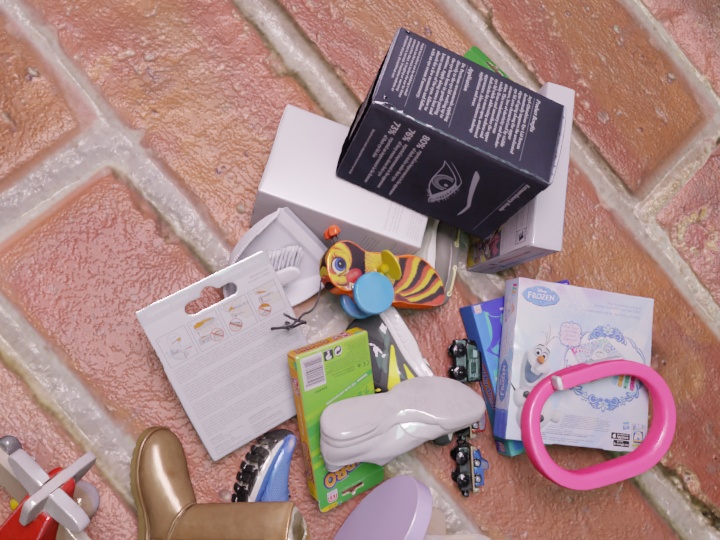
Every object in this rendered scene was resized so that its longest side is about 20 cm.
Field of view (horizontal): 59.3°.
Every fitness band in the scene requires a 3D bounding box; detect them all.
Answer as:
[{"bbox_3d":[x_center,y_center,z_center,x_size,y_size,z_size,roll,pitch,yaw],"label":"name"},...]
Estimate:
[{"bbox_3d":[0.292,0.185,0.770,0.198,0.037,0.145,-11,88,-13],"label":"fitness band"}]

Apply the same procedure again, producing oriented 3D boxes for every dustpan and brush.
[{"bbox_3d":[-0.134,0.024,0.762,0.199,0.140,0.058,-28,50,14],"label":"dustpan and brush"}]

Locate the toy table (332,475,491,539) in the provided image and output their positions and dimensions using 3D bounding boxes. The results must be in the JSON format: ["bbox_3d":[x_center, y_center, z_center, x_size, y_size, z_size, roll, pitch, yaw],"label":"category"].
[{"bbox_3d":[0.050,0.332,0.716,0.117,0.200,0.185,33,42,-14],"label":"toy table"}]

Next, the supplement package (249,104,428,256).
[{"bbox_3d":[-0.022,-0.095,0.781,0.199,0.121,0.121,19,71,-10],"label":"supplement package"}]

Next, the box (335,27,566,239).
[{"bbox_3d":[0.093,-0.138,0.682,0.199,0.148,0.105,23,65,-9],"label":"box"}]

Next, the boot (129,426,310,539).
[{"bbox_3d":[-0.149,0.254,0.674,0.199,0.066,0.177,-8,85,28],"label":"boot"}]

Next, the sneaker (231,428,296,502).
[{"bbox_3d":[-0.105,0.287,0.740,0.089,0.078,0.202,16,84,-21],"label":"sneaker"}]

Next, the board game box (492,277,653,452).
[{"bbox_3d":[0.277,0.122,0.815,0.198,0.043,0.201,9,82,-12],"label":"board game box"}]

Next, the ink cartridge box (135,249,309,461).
[{"bbox_3d":[-0.145,0.096,0.735,0.161,0.050,0.201,-27,106,-16],"label":"ink cartridge box"}]

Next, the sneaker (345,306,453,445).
[{"bbox_3d":[0.049,0.136,0.802,0.084,0.074,0.201,-28,87,1],"label":"sneaker"}]

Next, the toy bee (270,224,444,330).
[{"bbox_3d":[0.000,0.000,0.720,0.199,0.130,0.110,-3,82,-41],"label":"toy bee"}]

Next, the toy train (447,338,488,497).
[{"bbox_3d":[0.140,0.189,0.816,0.045,0.034,0.202,-1,87,-9],"label":"toy train"}]

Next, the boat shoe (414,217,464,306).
[{"bbox_3d":[0.103,-0.052,0.838,0.060,0.072,0.203,24,68,-30],"label":"boat shoe"}]

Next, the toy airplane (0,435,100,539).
[{"bbox_3d":[-0.322,0.253,0.653,0.197,0.141,0.202,-4,96,18],"label":"toy airplane"}]

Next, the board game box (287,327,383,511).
[{"bbox_3d":[-0.025,0.177,0.744,0.095,0.030,0.202,-17,106,-30],"label":"board game box"}]

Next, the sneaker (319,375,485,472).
[{"bbox_3d":[0.047,0.183,0.730,0.198,0.075,0.089,-7,121,-17],"label":"sneaker"}]

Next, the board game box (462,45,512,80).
[{"bbox_3d":[0.145,-0.229,0.870,0.095,0.030,0.200,41,58,-4],"label":"board game box"}]

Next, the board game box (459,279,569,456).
[{"bbox_3d":[0.233,0.128,0.850,0.151,0.045,0.202,-14,86,-15],"label":"board game box"}]

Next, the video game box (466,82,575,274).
[{"bbox_3d":[0.200,-0.107,0.809,0.046,0.182,0.202,11,79,-15],"label":"video game box"}]
